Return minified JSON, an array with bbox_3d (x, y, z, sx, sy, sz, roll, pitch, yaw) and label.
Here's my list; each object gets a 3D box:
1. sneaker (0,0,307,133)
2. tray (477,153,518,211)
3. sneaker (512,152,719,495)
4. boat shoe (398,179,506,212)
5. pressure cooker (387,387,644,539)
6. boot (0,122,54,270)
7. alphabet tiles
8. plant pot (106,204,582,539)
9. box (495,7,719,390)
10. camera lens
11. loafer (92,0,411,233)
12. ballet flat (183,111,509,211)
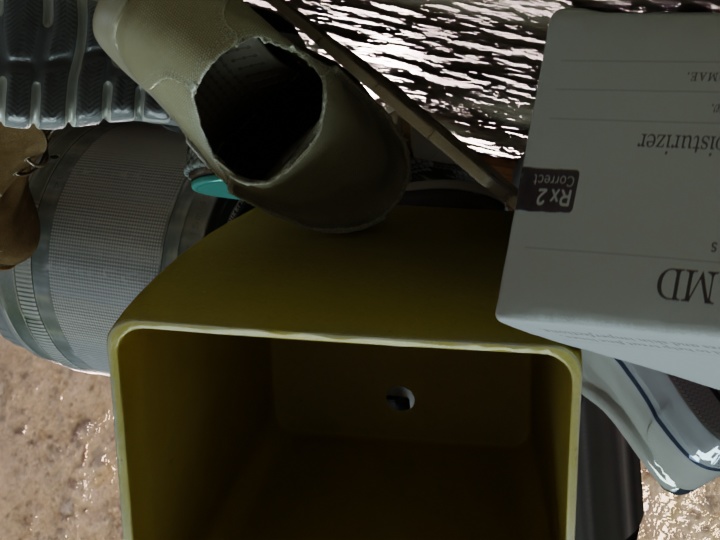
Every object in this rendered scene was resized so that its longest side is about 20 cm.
[{"bbox_3d":[-0.124,-0.094,1.164,0.199,0.076,0.115,11,177,-2],"label":"sneaker"},{"bbox_3d":[0.115,-0.036,1.451,0.199,0.037,0.099,10,174,8],"label":"tray"},{"bbox_3d":[0.129,0.028,1.301,0.073,0.201,0.071,-10,153,-42],"label":"sneaker"},{"bbox_3d":[0.000,0.000,1.265,0.067,0.057,0.199,17,160,-38],"label":"boat shoe"},{"bbox_3d":[0.071,0.068,1.430,0.175,0.201,0.179,1,-163,20],"label":"pressure cooker"},{"bbox_3d":[-0.201,-0.063,1.402,0.075,0.074,0.200,1,147,10],"label":"boot"},{"bbox_3d":[0.055,-0.045,1.123,0.200,0.008,0.167,41,-175,19],"label":"alphabet tiles"},{"bbox_3d":[0.006,0.069,1.147,0.198,0.201,0.177,3,-149,8],"label":"plant pot"},{"bbox_3d":[0.196,-0.016,0.985,0.199,0.132,0.198,16,172,-44],"label":"box"},{"bbox_3d":[-0.120,-0.010,1.534,0.199,0.161,0.160,7,173,35],"label":"camera lens"},{"bbox_3d":[-0.038,-0.062,1.063,0.200,0.076,0.068,35,-168,-49],"label":"loafer"},{"bbox_3d":[0.004,-0.057,1.295,0.199,0.073,0.072,13,174,-29],"label":"ballet flat"}]
